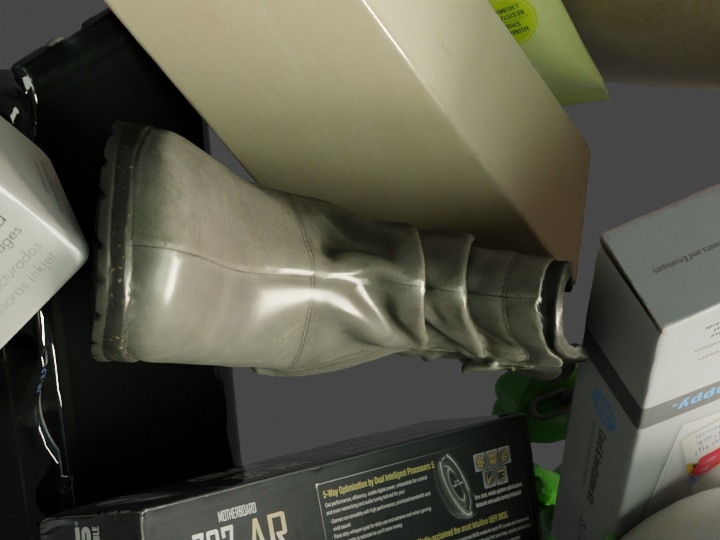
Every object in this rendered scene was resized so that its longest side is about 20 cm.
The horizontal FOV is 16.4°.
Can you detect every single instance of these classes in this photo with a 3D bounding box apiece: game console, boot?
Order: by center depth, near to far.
[{"bbox_3d":[0.000,0.000,0.727,0.200,0.131,0.068,25,70,-80],"label":"boot"},{"bbox_3d":[-0.125,0.025,0.777,0.176,0.116,0.200,-7,112,-6],"label":"game console"}]

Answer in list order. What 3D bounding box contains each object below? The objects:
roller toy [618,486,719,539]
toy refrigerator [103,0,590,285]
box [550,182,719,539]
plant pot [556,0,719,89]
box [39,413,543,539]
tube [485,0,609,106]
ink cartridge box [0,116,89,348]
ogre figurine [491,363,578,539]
[{"bbox_3d":[0.151,0.167,0.798,0.140,0.200,0.182,23,118,-39],"label":"roller toy"},{"bbox_3d":[-0.005,-0.072,0.792,0.200,0.076,0.070,49,38,-39],"label":"toy refrigerator"},{"bbox_3d":[0.144,0.027,0.818,0.156,0.041,0.200,-22,152,-14],"label":"box"},{"bbox_3d":[0.154,-0.135,0.831,0.187,0.200,0.187,-15,115,-35],"label":"plant pot"},{"bbox_3d":[-0.007,0.138,0.792,0.200,0.044,0.160,-10,92,-52],"label":"box"},{"bbox_3d":[0.015,-0.129,0.810,0.052,0.058,0.200,-35,124,-15],"label":"tube"},{"bbox_3d":[-0.182,-0.034,0.629,0.115,0.068,0.200,-46,119,8],"label":"ink cartridge box"},{"bbox_3d":[0.120,0.100,0.963,0.120,0.098,0.200,-23,105,-12],"label":"ogre figurine"}]
